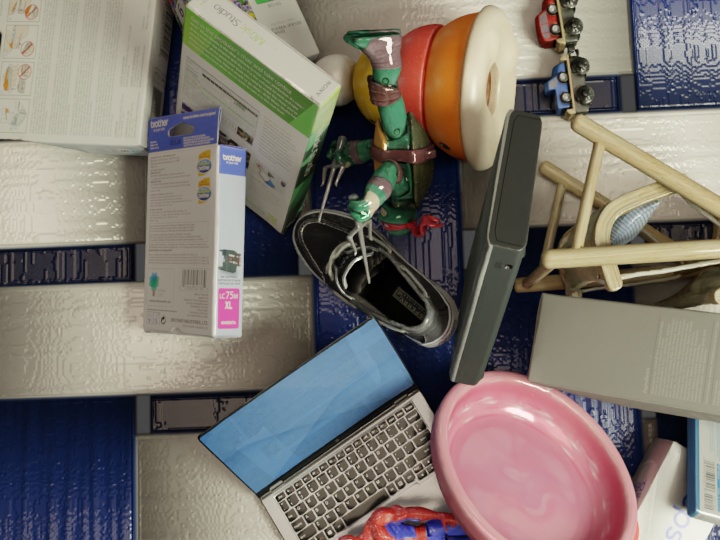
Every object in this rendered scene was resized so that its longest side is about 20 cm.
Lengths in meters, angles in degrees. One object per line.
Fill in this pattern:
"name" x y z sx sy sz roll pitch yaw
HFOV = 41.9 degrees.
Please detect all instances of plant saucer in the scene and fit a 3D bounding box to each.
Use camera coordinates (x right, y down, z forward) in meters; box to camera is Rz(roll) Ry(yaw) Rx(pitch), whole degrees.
"plant saucer" 0.145 0.183 0.823 0.199 0.201 0.051 34 129 5

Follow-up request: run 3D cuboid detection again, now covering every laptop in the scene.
"laptop" -0.009 0.181 0.843 0.185 0.116 0.202 -33 83 -1

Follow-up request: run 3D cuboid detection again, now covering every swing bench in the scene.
"swing bench" 0.250 -0.030 0.813 0.195 0.199 0.133 14 85 5

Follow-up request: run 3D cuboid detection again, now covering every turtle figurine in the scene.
"turtle figurine" 0.016 -0.102 0.813 0.098 0.150 0.205 -6 106 -14

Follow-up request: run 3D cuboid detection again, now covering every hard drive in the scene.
"hard drive" 0.113 -0.013 0.796 0.032 0.202 0.142 11 54 4

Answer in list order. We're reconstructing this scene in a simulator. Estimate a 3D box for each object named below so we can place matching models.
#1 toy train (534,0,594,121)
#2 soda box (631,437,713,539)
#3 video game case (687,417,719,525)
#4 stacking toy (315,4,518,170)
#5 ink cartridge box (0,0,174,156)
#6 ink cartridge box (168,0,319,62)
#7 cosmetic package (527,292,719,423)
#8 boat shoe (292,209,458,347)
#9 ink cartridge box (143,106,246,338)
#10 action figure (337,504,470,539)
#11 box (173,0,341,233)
"toy train" 0.193 -0.241 0.921 0.045 0.034 0.205 -8 83 5
"soda box" 0.256 0.256 0.849 0.067 0.063 0.203 30 86 4
"video game case" 0.384 0.172 0.833 0.196 0.018 0.146 16 58 -4
"stacking toy" 0.044 -0.176 0.894 0.196 0.146 0.150 8 84 23
"ink cartridge box" -0.290 -0.202 0.940 0.195 0.047 0.164 4 84 14
"ink cartridge box" -0.130 -0.275 0.912 0.107 0.050 0.203 -21 84 -25
"cosmetic package" 0.255 0.077 0.806 0.197 0.106 0.092 10 84 36
"boat shoe" 0.000 0.000 0.854 0.199 0.067 0.072 40 99 31
"ink cartridge box" -0.154 -0.042 0.871 0.118 0.041 0.205 1 91 45
"action figure" 0.075 0.241 0.849 0.195 0.052 0.067 -3 111 -5
"box" -0.100 -0.136 0.844 0.143 0.201 0.036 37 60 7
